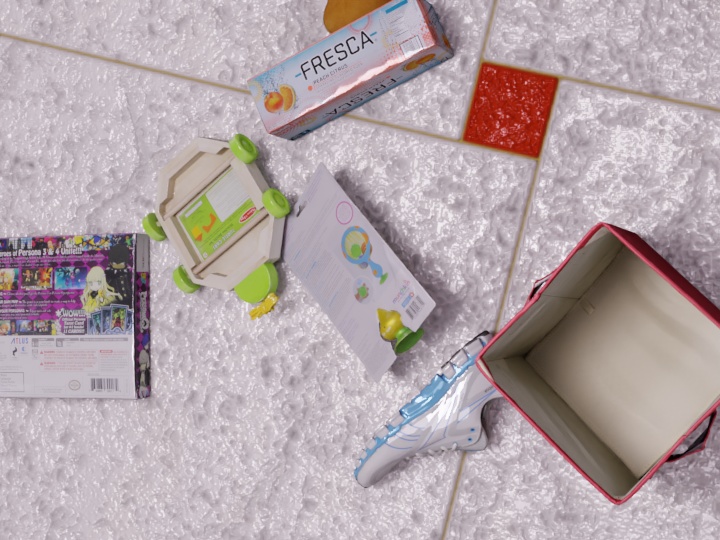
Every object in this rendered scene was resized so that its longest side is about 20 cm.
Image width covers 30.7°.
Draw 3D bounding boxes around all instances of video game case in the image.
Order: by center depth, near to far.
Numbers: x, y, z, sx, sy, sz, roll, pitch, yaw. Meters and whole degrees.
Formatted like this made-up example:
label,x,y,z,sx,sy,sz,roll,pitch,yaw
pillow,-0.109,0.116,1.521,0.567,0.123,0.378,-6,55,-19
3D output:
label,x,y,z,sx,sy,sz,roll,pitch,yaw
video game case,-0.328,0.052,1.455,0.199,0.036,0.182,-2,88,20

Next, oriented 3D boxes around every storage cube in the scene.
label,x,y,z,sx,sy,sz,roll,pitch,yaw
storage cube,0.237,0.080,1.168,0.200,0.180,0.171,44,103,15

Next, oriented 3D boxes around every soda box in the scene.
label,x,y,z,sx,sy,sz,roll,pitch,yaw
soda box,-0.010,-0.205,1.326,0.199,0.068,0.064,-25,80,17

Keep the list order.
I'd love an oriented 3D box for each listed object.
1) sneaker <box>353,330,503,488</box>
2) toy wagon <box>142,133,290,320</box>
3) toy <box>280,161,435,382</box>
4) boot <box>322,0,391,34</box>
label,x,y,z,sx,sy,sz,roll,pitch,yaw
sneaker,0.078,0.156,1.284,0.200,0.075,0.087,-45,80,14
toy wagon,-0.140,-0.039,1.377,0.155,0.040,0.201,-38,76,26
toy,0.000,0.000,1.321,0.200,0.047,0.115,54,127,28
boot,0.013,-0.320,1.281,0.201,0.144,0.071,-45,74,14
